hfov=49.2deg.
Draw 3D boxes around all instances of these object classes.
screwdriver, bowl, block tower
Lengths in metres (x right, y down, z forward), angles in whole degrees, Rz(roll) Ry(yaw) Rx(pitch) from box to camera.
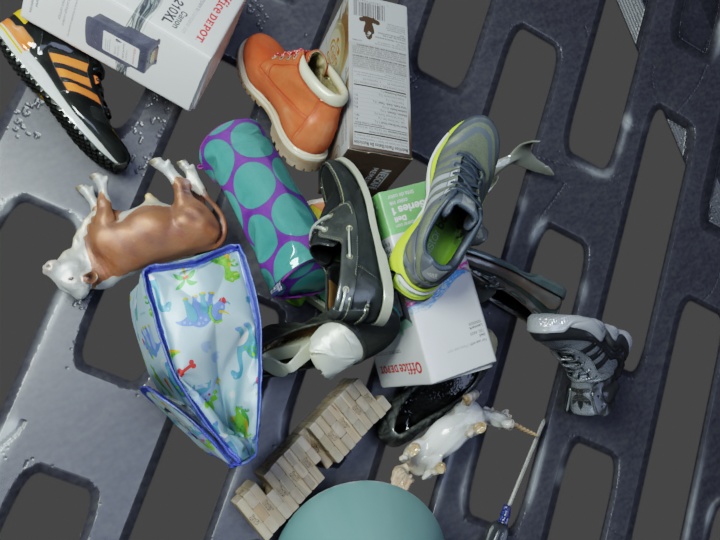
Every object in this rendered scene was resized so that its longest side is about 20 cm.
[{"bbox_3d":[0.186,0.274,0.974,0.029,0.028,0.203,18,71,14],"label":"screwdriver"},{"bbox_3d":[0.008,0.337,0.820,0.196,0.105,0.206,-2,102,-9],"label":"bowl"},{"bbox_3d":[-0.056,0.203,0.883,0.200,0.054,0.058,-42,97,-21],"label":"block tower"}]

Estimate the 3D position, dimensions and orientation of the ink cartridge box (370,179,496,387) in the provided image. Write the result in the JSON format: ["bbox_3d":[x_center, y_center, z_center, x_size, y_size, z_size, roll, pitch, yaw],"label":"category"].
[{"bbox_3d":[0.056,0.020,0.862,0.082,0.144,0.204,-15,87,-22],"label":"ink cartridge box"}]

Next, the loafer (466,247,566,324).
[{"bbox_3d":[0.171,0.022,0.988,0.196,0.072,0.064,20,81,-18],"label":"loafer"}]

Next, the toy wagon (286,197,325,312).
[{"bbox_3d":[0.000,0.000,0.944,0.198,0.039,0.157,34,72,-11],"label":"toy wagon"}]

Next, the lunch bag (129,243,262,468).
[{"bbox_3d":[-0.161,0.094,0.801,0.125,0.170,0.204,-17,89,-21],"label":"lunch bag"}]

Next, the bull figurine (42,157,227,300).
[{"bbox_3d":[-0.246,-0.047,0.848,0.196,0.065,0.124,-16,87,-18],"label":"bull figurine"}]

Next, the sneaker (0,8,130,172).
[{"bbox_3d":[-0.303,-0.205,0.853,0.090,0.070,0.201,-42,94,-17],"label":"sneaker"}]

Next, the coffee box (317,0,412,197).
[{"bbox_3d":[0.002,-0.199,0.920,0.078,0.114,0.205,7,69,-18],"label":"coffee box"}]

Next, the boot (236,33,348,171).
[{"bbox_3d":[-0.075,-0.221,0.892,0.074,0.108,0.202,-6,52,-37],"label":"boot"}]

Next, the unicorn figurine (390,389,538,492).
[{"bbox_3d":[0.114,0.192,0.920,0.196,0.138,0.075,-22,75,-2],"label":"unicorn figurine"}]

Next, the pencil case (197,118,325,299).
[{"bbox_3d":[-0.104,-0.065,0.867,0.084,0.092,0.202,-1,57,-56],"label":"pencil case"}]

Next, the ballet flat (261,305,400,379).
[{"bbox_3d":[-0.044,0.084,0.836,0.069,0.197,0.069,57,41,-18],"label":"ballet flat"}]

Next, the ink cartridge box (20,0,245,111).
[{"bbox_3d":[-0.238,-0.288,0.854,0.197,0.084,0.147,28,46,-14],"label":"ink cartridge box"}]

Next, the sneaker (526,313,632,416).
[{"bbox_3d":[0.272,0.120,0.980,0.198,0.075,0.117,17,79,-41],"label":"sneaker"}]

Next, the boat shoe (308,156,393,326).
[{"bbox_3d":[-0.020,-0.037,0.792,0.066,0.072,0.203,-1,54,-18],"label":"boat shoe"}]

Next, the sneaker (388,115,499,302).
[{"bbox_3d":[0.097,-0.066,0.770,0.073,0.081,0.204,26,73,-15],"label":"sneaker"}]

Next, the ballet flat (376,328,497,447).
[{"bbox_3d":[0.100,0.142,0.947,0.199,0.057,0.067,-41,97,-21],"label":"ballet flat"}]

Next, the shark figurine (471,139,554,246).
[{"bbox_3d":[0.157,-0.082,1.009,0.215,0.126,0.091,-49,125,-37],"label":"shark figurine"}]
